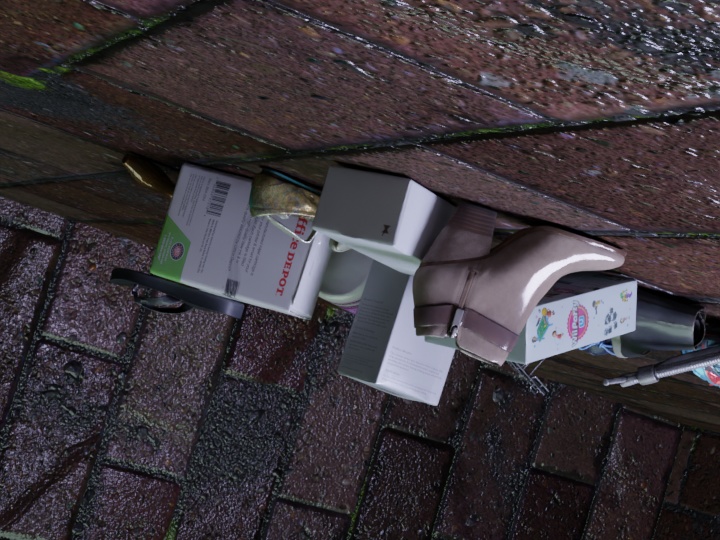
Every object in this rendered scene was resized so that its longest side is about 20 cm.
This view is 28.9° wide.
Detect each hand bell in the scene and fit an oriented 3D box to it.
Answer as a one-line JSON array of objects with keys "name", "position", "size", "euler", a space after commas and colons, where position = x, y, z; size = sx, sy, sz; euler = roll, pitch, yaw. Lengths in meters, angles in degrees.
[{"name": "hand bell", "position": [-0.241, -0.096, 1.868], "size": [0.200, 0.104, 0.104], "euler": [35, 165, -36]}]

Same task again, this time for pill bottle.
[{"name": "pill bottle", "position": [0.000, 0.000, 1.842], "size": [0.112, 0.113, 0.200], "euler": [15, 174, 19]}]

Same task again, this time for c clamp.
[{"name": "c clamp", "position": [0.394, 0.105, 1.605], "size": [0.199, 0.027, 0.171], "euler": [-17, 175, 23]}]

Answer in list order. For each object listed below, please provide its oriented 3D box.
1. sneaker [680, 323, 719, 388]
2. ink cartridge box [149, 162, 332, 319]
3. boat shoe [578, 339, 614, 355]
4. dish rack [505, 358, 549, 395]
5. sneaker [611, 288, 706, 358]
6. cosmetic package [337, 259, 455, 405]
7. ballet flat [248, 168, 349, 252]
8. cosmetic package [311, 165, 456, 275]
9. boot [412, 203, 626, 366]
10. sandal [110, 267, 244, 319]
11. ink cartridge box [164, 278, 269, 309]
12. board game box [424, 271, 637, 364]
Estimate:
[{"name": "sneaker", "position": [0.497, 0.129, 1.725], "size": [0.200, 0.080, 0.096], "euler": [26, 160, -14]}, {"name": "ink cartridge box", "position": [-0.140, -0.035, 1.728], "size": [0.199, 0.146, 0.084], "euler": [16, 175, 19]}, {"name": "boat shoe", "position": [0.335, 0.085, 1.892], "size": [0.084, 0.069, 0.200], "euler": [15, 175, 16]}, {"name": "dish rack", "position": [0.174, 0.072, 1.782], "size": [0.200, 0.055, 0.153], "euler": [48, 179, -41]}, {"name": "sneaker", "position": [0.362, 0.076, 1.676], "size": [0.106, 0.075, 0.200], "euler": [15, 173, 21]}, {"name": "cosmetic package", "position": [0.062, 0.050, 1.685], "size": [0.113, 0.201, 0.081], "euler": [25, 170, -38]}, {"name": "ballet flat", "position": [-0.039, -0.058, 1.616], "size": [0.200, 0.071, 0.071], "euler": [19, 175, -23]}, {"name": "cosmetic package", "position": [0.047, -0.043, 1.452], "size": [0.101, 0.071, 0.200], "euler": [13, 174, 31]}, {"name": "boot", "position": [0.151, 0.023, 1.386], "size": [0.199, 0.147, 0.070], "euler": [15, 173, 2]}, {"name": "sandal", "position": [-0.243, 0.036, 1.774], "size": [0.200, 0.043, 0.076], "euler": [15, 176, 29]}, {"name": "ink cartridge box", "position": [-0.157, -0.023, 1.953], "size": [0.200, 0.161, 0.050], "euler": [15, 130, 32]}, {"name": "board game box", "position": [0.189, 0.043, 1.544], "size": [0.200, 0.065, 0.147], "euler": [-11, -164, -43]}]
